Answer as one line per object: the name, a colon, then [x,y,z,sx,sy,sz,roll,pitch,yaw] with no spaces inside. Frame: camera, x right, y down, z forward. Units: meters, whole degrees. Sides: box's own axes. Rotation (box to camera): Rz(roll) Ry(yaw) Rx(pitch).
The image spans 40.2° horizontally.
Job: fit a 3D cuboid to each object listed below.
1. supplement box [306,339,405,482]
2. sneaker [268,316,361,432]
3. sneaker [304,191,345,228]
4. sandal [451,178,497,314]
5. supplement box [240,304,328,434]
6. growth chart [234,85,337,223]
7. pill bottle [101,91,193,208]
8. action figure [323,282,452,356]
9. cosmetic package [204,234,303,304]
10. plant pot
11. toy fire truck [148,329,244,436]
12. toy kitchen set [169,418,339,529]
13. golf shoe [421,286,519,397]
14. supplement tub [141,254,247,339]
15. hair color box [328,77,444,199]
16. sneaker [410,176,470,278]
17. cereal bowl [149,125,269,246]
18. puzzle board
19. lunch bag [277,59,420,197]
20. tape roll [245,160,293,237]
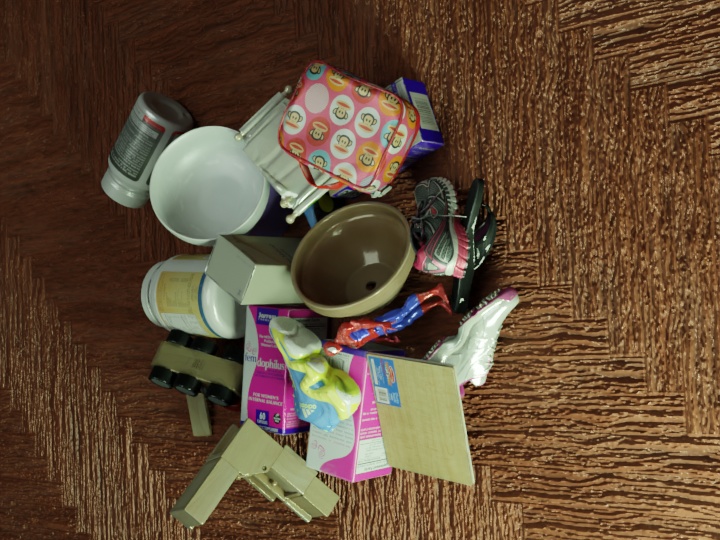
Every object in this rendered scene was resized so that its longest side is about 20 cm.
supplement box: [-0.008,0.215,1.531,0.101,0.103,0.202,10,94,39]
sneaker: [-0.089,0.163,1.487,0.200,0.075,0.106,46,118,31]
sneaker: [-0.079,-0.133,1.628,0.078,0.066,0.202,-28,71,48]
sandal: [0.167,-0.035,1.421,0.047,0.075,0.202,5,108,-3]
supplement box: [-0.124,0.159,1.621,0.101,0.103,0.202,3,90,39]
growth chart: [-0.107,-0.190,1.553,0.144,0.018,0.201,-35,70,-2]
pill bottle: [-0.409,-0.227,1.867,0.114,0.113,0.201,50,118,29]
action figure: [0.038,0.081,1.451,0.198,0.066,0.052,-21,64,4]
cosmetic package: [-0.137,-0.001,1.579,0.103,0.199,0.074,36,111,34]
plant pot: [0.000,0.000,1.509,0.199,0.093,0.202,-14,49,17]
toy fire truck: [-0.267,0.216,1.746,0.175,0.200,0.130,13,67,19]
toy kitchen set: [-0.182,0.378,1.587,0.200,0.181,0.163,42,149,-10]
golf shoe: [0.170,0.107,1.416,0.092,0.075,0.200,46,118,7]
supplement tub: [-0.277,0.044,1.731,0.199,0.144,0.146,1,90,40]
hair color box: [0.024,-0.203,1.537,0.199,0.065,0.110,-29,72,37]
sneaker: [0.104,-0.070,1.417,0.201,0.074,0.081,-101,17,-53]
cereal bowl: [-0.240,-0.129,1.611,0.198,0.083,0.202,-3,71,9]
puzzle board: [0.090,0.216,1.451,0.150,0.017,0.202,6,118,36]
lunch bag: [-0.025,-0.202,1.466,0.199,0.082,0.177,31,101,26]
tape roll: [-0.210,-0.138,1.718,0.199,0.085,0.202,0,90,39]
